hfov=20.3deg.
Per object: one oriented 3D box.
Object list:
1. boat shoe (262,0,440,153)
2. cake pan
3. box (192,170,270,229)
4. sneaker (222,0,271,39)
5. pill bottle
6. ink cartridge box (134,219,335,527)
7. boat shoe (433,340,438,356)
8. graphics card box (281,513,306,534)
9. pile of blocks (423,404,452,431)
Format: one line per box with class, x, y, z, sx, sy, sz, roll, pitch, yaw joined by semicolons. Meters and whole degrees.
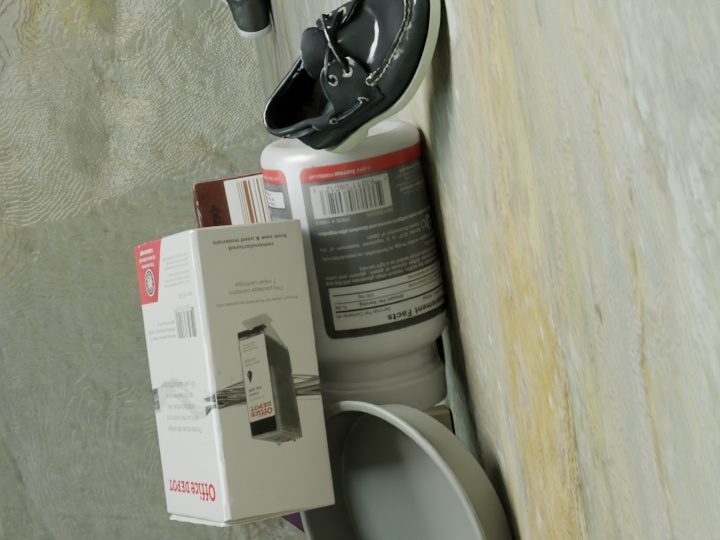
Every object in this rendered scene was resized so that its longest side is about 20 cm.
boat shoe;-0.011;-0.133;1.275;0.199;0.066;0.075;143;127;-63
cake pan;0.032;0.178;1.378;0.200;0.037;0.200;27;128;41
box;-0.051;0.022;1.786;0.200;0.166;0.164;88;169;-64
sneaker;-0.172;-0.425;2.879;0.200;0.071;0.099;-115;16;-48
pill bottle;0.000;0.000;1.436;0.116;0.116;0.200;-122;22;-77
ink cartridge box;-0.090;0.072;1.405;0.147;0.083;0.200;170;93;-68
boat shoe;0.015;-0.015;1.547;0.073;0.063;0.200;133;127;-85
graphics card box;0.001;0.185;1.585;0.200;0.051;0.126;30;147;35
pile of blocks;0.041;0.165;1.637;0.200;0.062;0.082;86;171;-53
